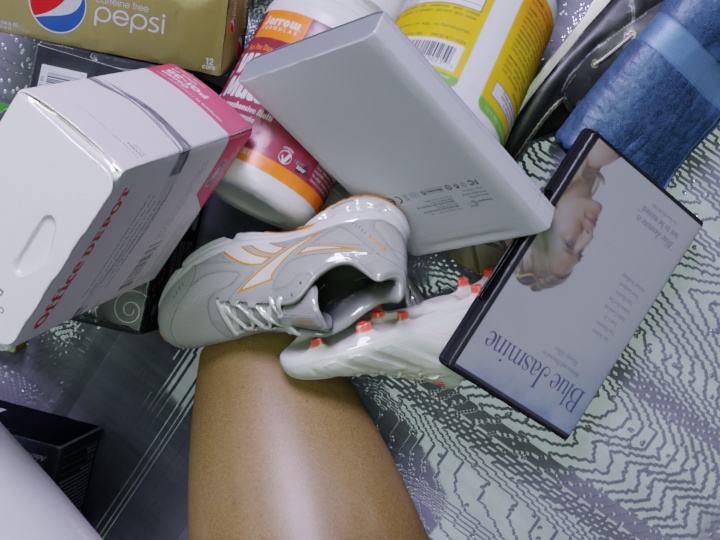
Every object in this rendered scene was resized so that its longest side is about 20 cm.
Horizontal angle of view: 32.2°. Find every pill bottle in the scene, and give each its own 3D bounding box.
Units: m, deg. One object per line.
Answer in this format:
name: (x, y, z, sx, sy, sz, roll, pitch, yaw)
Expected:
pill bottle: (0.080, -0.171, 0.923, 0.111, 0.111, 0.201, 23, 64, 5)
pill bottle: (-0.042, -0.140, 0.953, 0.109, 0.110, 0.201, 26, 79, 5)

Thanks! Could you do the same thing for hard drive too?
hard drive: (0.027, -0.086, 0.861, 0.200, 0.132, 0.027, 43, 55, -32)

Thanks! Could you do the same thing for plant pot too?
plant pot: (-0.057, 0.147, 0.955, 0.186, 0.186, 0.201, -17, 74, 7)

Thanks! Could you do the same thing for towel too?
towel: (0.240, -0.144, 0.937, 0.200, 0.112, 0.049, -50, 41, 8)

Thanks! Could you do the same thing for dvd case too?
dvd case: (0.160, 0.014, 0.927, 0.142, 0.018, 0.200, 32, 90, -34)

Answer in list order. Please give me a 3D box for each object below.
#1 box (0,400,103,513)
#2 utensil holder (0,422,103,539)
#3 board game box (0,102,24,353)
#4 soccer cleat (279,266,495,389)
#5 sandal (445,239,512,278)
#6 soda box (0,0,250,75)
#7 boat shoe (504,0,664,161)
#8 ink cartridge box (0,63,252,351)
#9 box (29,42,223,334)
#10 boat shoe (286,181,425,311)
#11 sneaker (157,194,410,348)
box: (-0.335, 0.198, 1.012, 0.199, 0.104, 0.183, 13, 94, 6)
utensil holder: (-0.304, 0.174, 0.874, 0.170, 0.170, 0.200, -42, 90, 6)
board game box: (-0.310, -0.040, 1.042, 0.095, 0.030, 0.201, 13, 96, 5)
soccer cleat: (0.040, 0.058, 0.923, 0.199, 0.069, 0.078, -15, 106, -15)
sandal: (0.143, -0.025, 0.982, 0.199, 0.054, 0.081, 16, 99, -9)
soda box: (-0.187, -0.202, 0.945, 0.199, 0.068, 0.064, 12, 112, 6)
boat shoe: (0.170, -0.145, 0.963, 0.068, 0.072, 0.200, 41, 93, 3)
ink cartridge box: (-0.172, -0.049, 0.809, 0.083, 0.200, 0.147, 40, 111, 6)
box: (-0.197, -0.063, 0.985, 0.132, 0.115, 0.201, 13, 92, 7)
boat shoe: (0.000, 0.000, 0.986, 0.071, 0.069, 0.200, -38, 86, 9)
sneaker: (-0.057, 0.016, 0.889, 0.199, 0.092, 0.076, -23, 125, 11)
